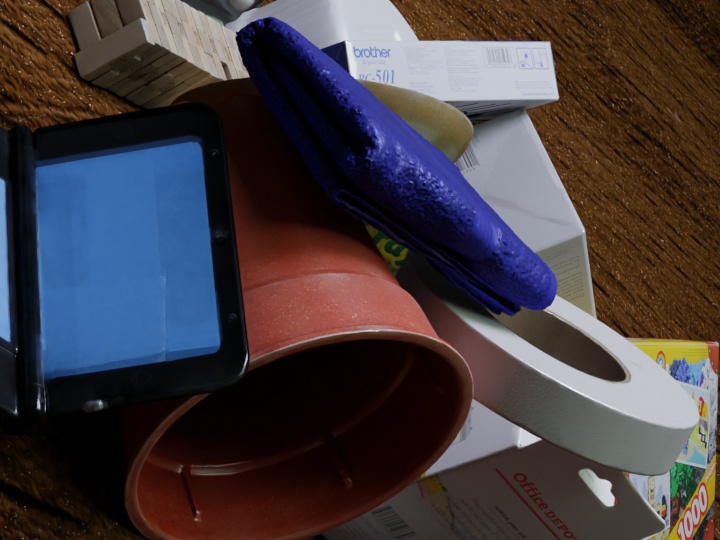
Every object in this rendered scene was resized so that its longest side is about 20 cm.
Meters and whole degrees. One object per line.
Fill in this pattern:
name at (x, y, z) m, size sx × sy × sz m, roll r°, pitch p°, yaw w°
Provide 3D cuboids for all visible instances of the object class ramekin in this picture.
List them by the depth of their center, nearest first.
ramekin at (-0.008, -0.119, 1.809) m, size 0.201 × 0.097 × 0.201 m, roll 51°, pitch 23°, yaw -30°

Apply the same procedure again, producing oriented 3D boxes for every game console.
game console at (-0.162, -0.030, 1.264) m, size 0.176 × 0.116 × 0.201 m, roll 36°, pitch 32°, yaw -39°

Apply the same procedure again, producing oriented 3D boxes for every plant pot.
plant pot at (-0.064, 0.020, 1.382) m, size 0.201 × 0.200 × 0.196 m, roll 34°, pitch 27°, yaw -53°
plant pot at (-0.026, -0.083, 1.601) m, size 0.200 × 0.199 × 0.028 m, roll 26°, pitch 64°, yaw -59°

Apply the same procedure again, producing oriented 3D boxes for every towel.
towel at (0.017, -0.053, 1.391) m, size 0.200 × 0.050 × 0.148 m, roll 37°, pitch 9°, yaw -47°

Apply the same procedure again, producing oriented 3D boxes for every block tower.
block tower at (-0.116, -0.134, 1.625) m, size 0.200 × 0.054 × 0.058 m, roll 23°, pitch 43°, yaw -61°

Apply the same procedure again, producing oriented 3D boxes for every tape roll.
tape roll at (0.107, 0.052, 1.468) m, size 0.202 × 0.037 × 0.203 m, roll 28°, pitch 13°, yaw -7°

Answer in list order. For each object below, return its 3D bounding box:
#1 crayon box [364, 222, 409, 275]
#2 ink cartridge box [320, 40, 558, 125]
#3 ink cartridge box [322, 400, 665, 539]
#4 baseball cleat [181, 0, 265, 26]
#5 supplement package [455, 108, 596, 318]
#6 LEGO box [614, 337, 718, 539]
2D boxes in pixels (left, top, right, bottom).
crayon box at (0.000, 0.000, 1.570) m, size 0.199 × 0.119 × 0.058 m, roll 28°, pitch 31°, yaw -31°
ink cartridge box at (0.033, -0.125, 1.672) m, size 0.199 × 0.094 × 0.045 m, roll -4°, pitch 84°, yaw -44°
ink cartridge box at (0.081, 0.135, 1.548) m, size 0.117 × 0.199 × 0.068 m, roll 48°, pitch 34°, yaw -34°
baseball cleat at (-0.135, -0.244, 1.637) m, size 0.200 × 0.106 × 0.070 m, roll 46°, pitch 30°, yaw -34°
supplement package at (0.092, 0.007, 1.751) m, size 0.201 × 0.120 × 0.120 m, roll 76°, pitch -8°, yaw -54°
LEGO box at (0.172, 0.121, 1.684) m, size 0.200 × 0.077 × 0.150 m, roll 2°, pitch 90°, yaw -60°
